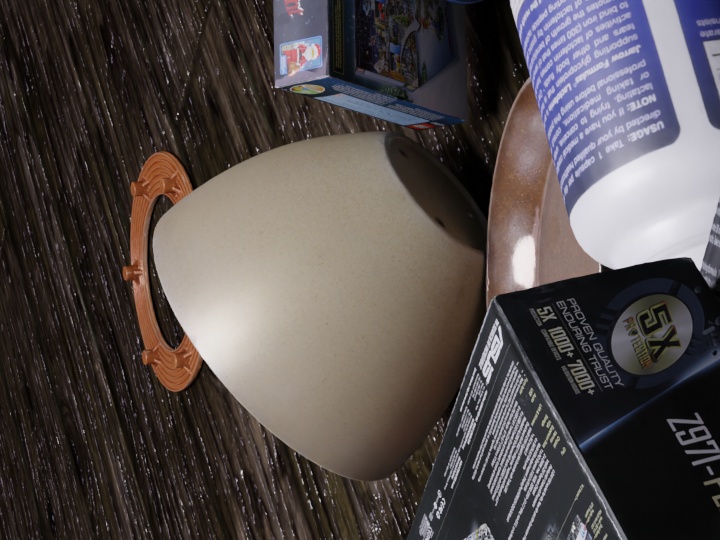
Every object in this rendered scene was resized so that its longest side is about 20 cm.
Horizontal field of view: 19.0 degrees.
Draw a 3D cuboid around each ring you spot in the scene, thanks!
[{"bbox_3d":[-0.166,0.001,1.806,0.200,0.019,0.202,175,90,-68],"label":"ring"}]

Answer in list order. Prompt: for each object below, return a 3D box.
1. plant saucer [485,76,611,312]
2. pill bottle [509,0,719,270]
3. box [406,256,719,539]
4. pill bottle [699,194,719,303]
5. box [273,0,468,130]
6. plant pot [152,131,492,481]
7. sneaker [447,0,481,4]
[{"bbox_3d":[0.105,0.000,1.096,0.200,0.034,0.202,-178,90,-78],"label":"plant saucer"},{"bbox_3d":[0.137,-0.069,0.937,0.116,0.115,0.202,129,132,-59],"label":"pill bottle"},{"bbox_3d":[0.094,0.124,0.790,0.201,0.085,0.164,106,146,-47],"label":"box"},{"bbox_3d":[0.191,-0.042,0.802,0.106,0.105,0.202,31,110,63],"label":"pill bottle"},{"bbox_3d":[0.006,-0.188,1.181,0.037,0.136,0.202,-7,79,35],"label":"box"},{"bbox_3d":[0.000,0.000,1.229,0.134,0.200,0.201,-41,48,20],"label":"plant pot"},{"bbox_3d":[0.080,-0.196,1.108,0.200,0.073,0.083,116,140,-53],"label":"sneaker"}]
